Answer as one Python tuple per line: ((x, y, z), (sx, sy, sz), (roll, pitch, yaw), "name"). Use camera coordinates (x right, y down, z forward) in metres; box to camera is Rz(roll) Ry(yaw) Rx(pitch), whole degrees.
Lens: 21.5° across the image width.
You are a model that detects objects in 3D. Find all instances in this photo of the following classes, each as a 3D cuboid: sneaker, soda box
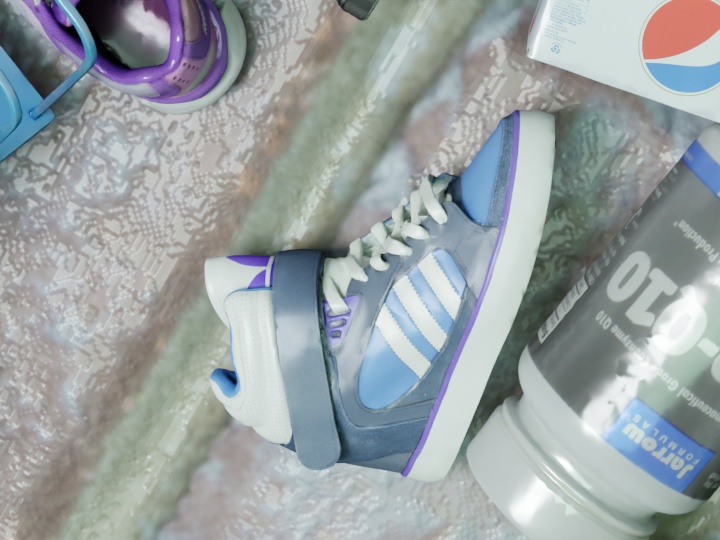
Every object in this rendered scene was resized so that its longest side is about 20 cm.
((0.000, 0.000, 0.912), (0.145, 0.081, 0.201), (18, 110, -3), "sneaker")
((0.180, -0.101, 0.878), (0.198, 0.068, 0.064), (20, 104, 1), "soda box")
((-0.142, -0.147, 0.886), (0.200, 0.089, 0.081), (38, 103, -4), "sneaker")

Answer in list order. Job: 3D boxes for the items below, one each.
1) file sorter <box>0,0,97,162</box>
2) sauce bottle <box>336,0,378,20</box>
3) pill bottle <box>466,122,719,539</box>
((-0.233, -0.077, 0.821), (0.200, 0.122, 0.139), (-43, 99, -27), "file sorter")
((-0.071, -0.184, 0.869), (0.199, 0.066, 0.066), (34, 104, -2), "sauce bottle")
((0.146, 0.041, 0.891), (0.113, 0.114, 0.200), (37, 104, -4), "pill bottle")
